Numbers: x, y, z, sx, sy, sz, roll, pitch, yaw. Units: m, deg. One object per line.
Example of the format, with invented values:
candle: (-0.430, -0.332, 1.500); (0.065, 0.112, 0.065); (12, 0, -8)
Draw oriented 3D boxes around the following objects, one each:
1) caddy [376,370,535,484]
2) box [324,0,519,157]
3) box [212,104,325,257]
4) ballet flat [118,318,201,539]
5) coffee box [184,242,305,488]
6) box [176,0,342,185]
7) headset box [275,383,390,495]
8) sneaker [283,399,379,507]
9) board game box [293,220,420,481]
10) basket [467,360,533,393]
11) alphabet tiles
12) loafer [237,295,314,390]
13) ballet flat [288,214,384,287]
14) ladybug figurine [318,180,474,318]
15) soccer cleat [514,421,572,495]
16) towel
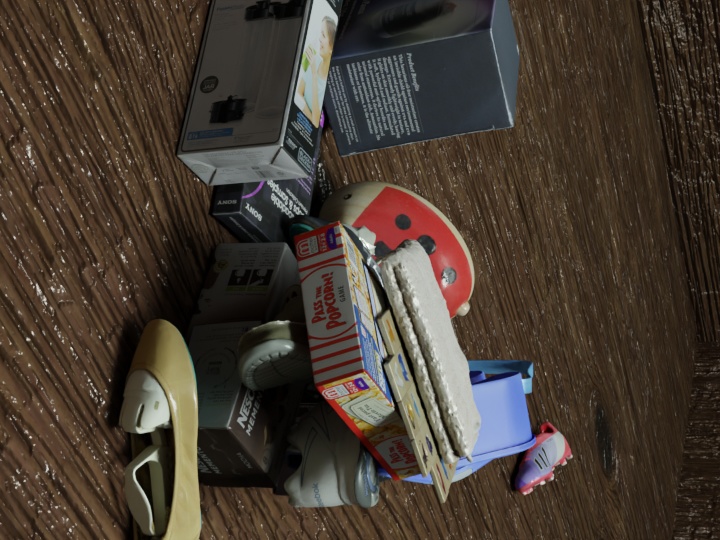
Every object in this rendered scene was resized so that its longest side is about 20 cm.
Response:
caddy: (0.087, 0.168, 1.323); (0.199, 0.141, 0.106); (-8, 91, -31)
box: (0.069, -0.238, 1.427); (0.200, 0.197, 0.124); (-76, 155, -57)
box: (-0.088, -0.118, 1.297); (0.143, 0.036, 0.201); (44, 50, -58)
ballet flat: (-0.169, 0.143, 1.062); (0.063, 0.068, 0.202); (-14, 101, -52)
coffee box: (-0.107, 0.087, 1.184); (0.113, 0.079, 0.201); (62, 35, -47)
box: (-0.093, -0.185, 1.196); (0.060, 0.116, 0.201); (45, 49, -54)
headset box: (-0.029, 0.132, 1.367); (0.148, 0.075, 0.202); (3, 86, -66)
sneaker: (-0.027, 0.147, 1.181); (0.200, 0.086, 0.075); (-81, 159, -65)
board game box: (0.008, 0.075, 1.117); (0.200, 0.046, 0.152); (56, 20, -52)
basket: (0.102, 0.122, 1.494); (0.176, 0.198, 0.140); (-6, 93, -80)
alphabet tiles: (0.054, 0.111, 1.143); (0.200, 0.006, 0.167); (-37, 109, -78)
loafer: (-0.061, 0.061, 1.121); (0.200, 0.075, 0.070); (21, 47, -74)
ballet flat: (0.000, 0.000, 1.322); (0.200, 0.073, 0.073); (51, 40, -26)
ladybug figurine: (0.039, -0.016, 1.401); (0.136, 0.199, 0.072); (-55, 179, 9)
soccer cleat: (0.295, 0.314, 2.137); (0.077, 0.067, 0.200); (57, 30, 6)
towel: (0.068, 0.071, 1.169); (0.133, 0.034, 0.201); (-36, 108, -79)
